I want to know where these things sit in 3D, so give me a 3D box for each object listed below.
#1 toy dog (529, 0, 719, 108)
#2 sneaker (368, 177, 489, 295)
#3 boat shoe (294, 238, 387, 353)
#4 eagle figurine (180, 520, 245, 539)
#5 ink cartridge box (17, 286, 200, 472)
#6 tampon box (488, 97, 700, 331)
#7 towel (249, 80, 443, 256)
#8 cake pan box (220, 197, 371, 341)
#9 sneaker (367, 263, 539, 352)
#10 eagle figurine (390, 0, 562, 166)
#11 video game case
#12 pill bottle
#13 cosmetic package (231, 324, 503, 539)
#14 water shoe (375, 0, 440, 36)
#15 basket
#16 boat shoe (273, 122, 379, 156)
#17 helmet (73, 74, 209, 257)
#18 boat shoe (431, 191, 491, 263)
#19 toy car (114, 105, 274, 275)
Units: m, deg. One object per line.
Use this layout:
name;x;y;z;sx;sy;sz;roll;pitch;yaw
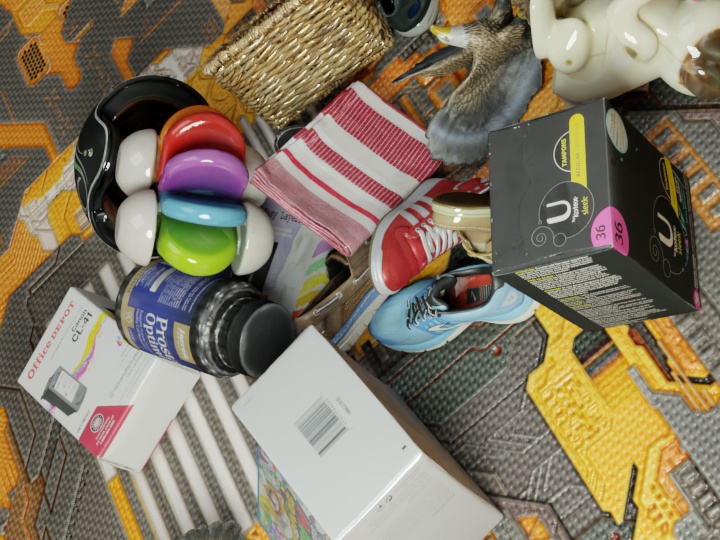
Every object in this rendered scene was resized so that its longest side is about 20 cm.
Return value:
toy dog;0.283;-0.225;1.424;0.199;0.139;0.195;7;113;27
sneaker;0.090;-0.041;1.495;0.112;0.072;0.200;-2;31;30
boat shoe;0.000;0.000;1.553;0.072;0.072;0.201;-21;32;56
eagle figurine;-0.169;0.386;1.526;0.200;0.151;0.151;-48;30;17
ink cartridge box;-0.313;0.132;1.763;0.200;0.085;0.148;32;93;38
tampon box;0.224;-0.046;1.364;0.126;0.200;0.151;-14;65;31
towel;-0.007;-0.117;1.573;0.144;0.023;0.200;37;57;12
cake pan box;-0.083;0.014;1.663;0.199;0.052;0.185;14;80;40
sneaker;0.086;0.028;1.504;0.199;0.090;0.079;-21;67;31
eagle figurine;0.132;-0.236;1.576;0.201;0.150;0.152;-61;-1;39
video game case;-0.053;0.282;1.495;0.200;0.018;0.144;47;146;38
pill bottle;-0.174;0.057;1.610;0.199;0.112;0.113;14;81;40
cosmetic package;0.008;0.191;1.422;0.123;0.200;0.199;-46;51;3
water shoe;0.062;-0.379;1.692;0.071;0.079;0.201;-10;67;33
basket;-0.085;-0.297;1.716;0.199;0.149;0.143;-35;47;20
boat shoe;-0.035;-0.140;1.681;0.199;0.060;0.074;23;88;40
helmet;-0.261;-0.134;1.762;0.200;0.200;0.191;-34;36;21
boat shoe;0.139;-0.039;1.429;0.074;0.199;0.067;19;101;40
toy car;-0.177;-0.096;1.584;0.150;0.174;0.201;119;153;-49
